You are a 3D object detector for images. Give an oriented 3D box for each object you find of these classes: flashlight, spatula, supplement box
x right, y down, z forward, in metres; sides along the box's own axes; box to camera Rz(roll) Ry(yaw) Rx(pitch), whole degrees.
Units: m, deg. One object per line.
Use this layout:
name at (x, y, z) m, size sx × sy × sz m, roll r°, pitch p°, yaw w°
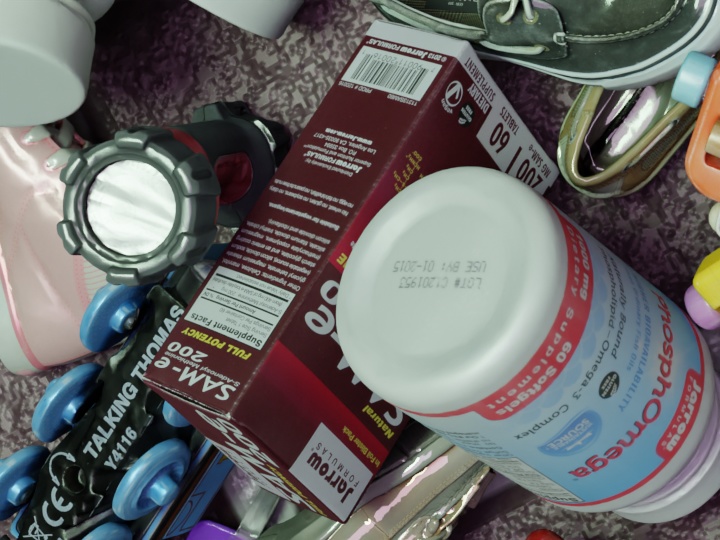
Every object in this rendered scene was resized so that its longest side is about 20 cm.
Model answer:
flashlight at (-0.075, -0.036, 0.962) m, size 0.068 × 0.200 × 0.068 m, roll 32°, pitch 101°, yaw 8°
spatula at (-0.040, 0.098, 1.058) m, size 0.056 × 0.021 × 0.200 m, roll 26°, pitch 99°, yaw 4°
supplement box at (0.000, 0.000, 0.952) m, size 0.061 × 0.109 × 0.200 m, roll 20°, pitch 71°, yaw 40°

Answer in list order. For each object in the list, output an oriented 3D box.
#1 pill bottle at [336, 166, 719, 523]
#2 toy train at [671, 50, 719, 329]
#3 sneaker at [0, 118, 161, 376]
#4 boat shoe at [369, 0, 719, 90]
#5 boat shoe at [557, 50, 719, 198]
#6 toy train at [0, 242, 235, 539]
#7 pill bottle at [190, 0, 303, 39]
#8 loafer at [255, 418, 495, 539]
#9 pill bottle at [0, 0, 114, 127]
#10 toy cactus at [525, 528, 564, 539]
pill bottle at (0.087, 0.042, 0.928) m, size 0.109 × 0.200 × 0.109 m, roll -19°, pitch 56°, yaw 31°
toy train at (0.207, -0.005, 0.883) m, size 0.200 × 0.056 × 0.150 m, roll 27°, pitch 130°, yaw 9°
sneaker at (-0.149, -0.052, 1.043) m, size 0.105 × 0.075 × 0.200 m, roll -13°, pitch 100°, yaw 18°
boat shoe at (0.075, -0.121, 0.941) m, size 0.200 × 0.071 × 0.072 m, roll 4°, pitch 84°, yaw 43°
boat shoe at (0.156, -0.119, 0.964) m, size 0.072 × 0.076 × 0.200 m, roll 30°, pitch 101°, yaw 9°
toy train at (-0.101, 0.077, 1.015) m, size 0.087 × 0.114 × 0.200 m, roll 40°, pitch 111°, yaw 22°
pill bottle at (-0.030, -0.218, 0.980) m, size 0.116 × 0.116 × 0.200 m, roll 32°, pitch 102°, yaw 9°
loafer at (0.009, 0.127, 1.023) m, size 0.200 × 0.072 × 0.063 m, roll -38°, pitch 100°, yaw 2°
pill bottle at (-0.158, -0.174, 0.942) m, size 0.113 × 0.113 × 0.200 m, roll -1°, pitch 69°, yaw 13°
toy cactus at (0.146, 0.219, 0.977) m, size 0.165 × 0.102 × 0.200 m, roll -2°, pitch 95°, yaw 29°
